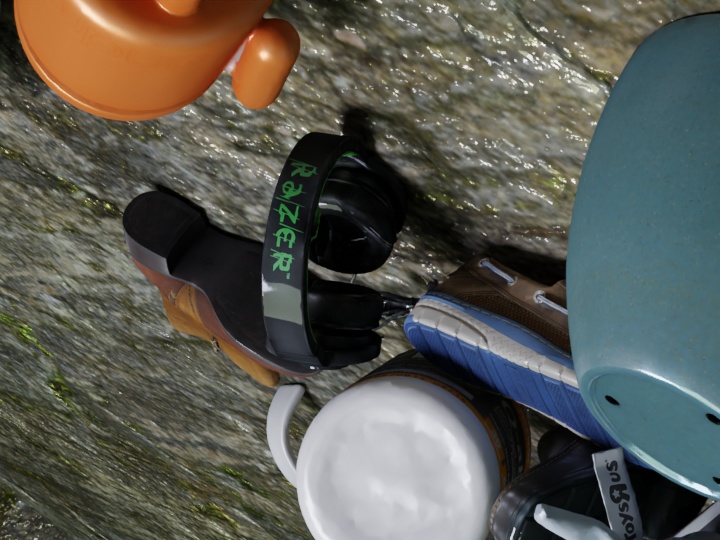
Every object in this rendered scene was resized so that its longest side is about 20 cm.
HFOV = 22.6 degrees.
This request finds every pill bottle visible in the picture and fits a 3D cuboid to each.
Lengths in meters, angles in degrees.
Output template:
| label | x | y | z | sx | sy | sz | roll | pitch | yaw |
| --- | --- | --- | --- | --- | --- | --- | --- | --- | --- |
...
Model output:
| label | x | y | z | sx | sy | sz | roll | pitch | yaw |
| --- | --- | --- | --- | --- | --- | --- | --- | --- | --- |
| pill bottle | 0.040 | 0.107 | 1.061 | 0.116 | 0.117 | 0.200 | 32 | -168 | 9 |

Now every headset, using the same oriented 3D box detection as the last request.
| label | x | y | z | sx | sy | sz | roll | pitch | yaw |
| --- | --- | --- | --- | --- | --- | --- | --- | --- | --- |
| headset | 0.000 | 0.000 | 1.010 | 0.093 | 0.125 | 0.200 | 8 | 167 | 15 |

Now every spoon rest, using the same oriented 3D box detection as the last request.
| label | x | y | z | sx | sy | sz | roll | pitch | yaw |
| --- | --- | --- | --- | --- | --- | --- | --- | --- | --- |
| spoon rest | -0.003 | 0.177 | 1.467 | 0.200 | 0.061 | 0.099 | 43 | 159 | -16 |

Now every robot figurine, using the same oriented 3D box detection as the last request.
| label | x | y | z | sx | sy | sz | roll | pitch | yaw |
| --- | --- | --- | --- | --- | --- | --- | --- | --- | --- |
| robot figurine | -0.103 | -0.140 | 0.850 | 0.142 | 0.118 | 0.200 | -1 | 168 | -18 |

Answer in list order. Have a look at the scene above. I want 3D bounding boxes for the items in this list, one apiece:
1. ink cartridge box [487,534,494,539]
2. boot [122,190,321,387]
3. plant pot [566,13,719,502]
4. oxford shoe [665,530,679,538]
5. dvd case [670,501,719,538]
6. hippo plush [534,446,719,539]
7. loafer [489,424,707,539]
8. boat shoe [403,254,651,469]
| label | x | y | z | sx | sy | sz | roll | pitch | yaw |
| --- | --- | --- | --- | --- | --- | --- | --- | --- | --- |
| ink cartridge box | 0.135 | 0.197 | 1.170 | 0.198 | 0.045 | 0.176 | 17 | -167 | -13 |
| boot | -0.086 | 0.047 | 1.303 | 0.187 | 0.069 | 0.200 | 29 | 160 | 18 |
| plant pot | 0.162 | 0.015 | 0.733 | 0.199 | 0.135 | 0.200 | 31 | 159 | 13 |
| oxford shoe | 0.231 | 0.161 | 1.074 | 0.072 | 0.071 | 0.200 | 69 | 159 | -2 |
| dvd case | 0.241 | 0.179 | 0.958 | 0.151 | 0.025 | 0.200 | 60 | 149 | 19 |
| hippo plush | 0.207 | 0.181 | 0.890 | 0.160 | 0.159 | 0.202 | -5 | 103 | 34 |
| loafer | 0.124 | 0.118 | 0.994 | 0.072 | 0.073 | 0.199 | 33 | -160 | 31 |
| boat shoe | 0.117 | 0.040 | 0.948 | 0.199 | 0.073 | 0.072 | 25 | 158 | 31 |
